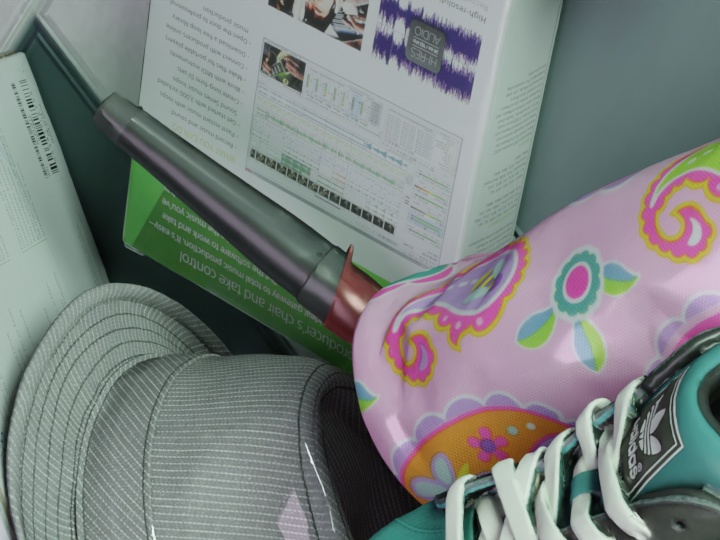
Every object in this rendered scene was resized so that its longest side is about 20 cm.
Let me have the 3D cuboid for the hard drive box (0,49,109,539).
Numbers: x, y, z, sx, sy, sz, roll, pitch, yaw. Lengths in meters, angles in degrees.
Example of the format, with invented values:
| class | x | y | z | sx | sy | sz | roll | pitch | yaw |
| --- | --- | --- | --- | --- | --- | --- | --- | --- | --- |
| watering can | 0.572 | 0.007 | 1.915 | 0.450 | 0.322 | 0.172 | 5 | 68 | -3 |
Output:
| class | x | y | z | sx | sy | sz | roll | pitch | yaw |
| --- | --- | --- | --- | --- | --- | --- | --- | --- | --- |
| hard drive box | -0.147 | 0.016 | 0.846 | 0.076 | 0.200 | 0.157 | -19 | 96 | 10 |

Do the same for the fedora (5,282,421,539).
| class | x | y | z | sx | sy | sz | roll | pitch | yaw |
| --- | --- | --- | --- | --- | --- | --- | --- | --- | --- |
| fedora | -0.024 | 0.094 | 0.809 | 0.090 | 0.177 | 0.201 | -12 | 110 | 24 |

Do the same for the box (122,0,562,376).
| class | x | y | z | sx | sy | sz | roll | pitch | yaw |
| --- | --- | --- | --- | --- | --- | --- | --- | --- | --- |
| box | -0.007 | -0.068 | 0.805 | 0.144 | 0.036 | 0.201 | 30 | 124 | 29 |

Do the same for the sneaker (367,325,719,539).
| class | x | y | z | sx | sy | sz | roll | pitch | yaw |
| --- | --- | --- | --- | --- | --- | --- | --- | --- | --- |
| sneaker | 0.074 | 0.053 | 0.599 | 0.199 | 0.072 | 0.080 | -18 | 137 | 22 |

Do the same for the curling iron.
| class | x | y | z | sx | sy | sz | roll | pitch | yaw |
| --- | --- | --- | --- | --- | --- | --- | --- | --- | --- |
| curling iron | 0.000 | 0.000 | 0.781 | 0.199 | 0.026 | 0.050 | 33 | 116 | 13 |

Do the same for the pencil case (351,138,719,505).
| class | x | y | z | sx | sy | sz | roll | pitch | yaw |
| --- | --- | --- | --- | --- | --- | --- | --- | --- | --- |
| pencil case | 0.090 | 0.007 | 0.661 | 0.199 | 0.087 | 0.088 | -28 | 89 | 41 |
